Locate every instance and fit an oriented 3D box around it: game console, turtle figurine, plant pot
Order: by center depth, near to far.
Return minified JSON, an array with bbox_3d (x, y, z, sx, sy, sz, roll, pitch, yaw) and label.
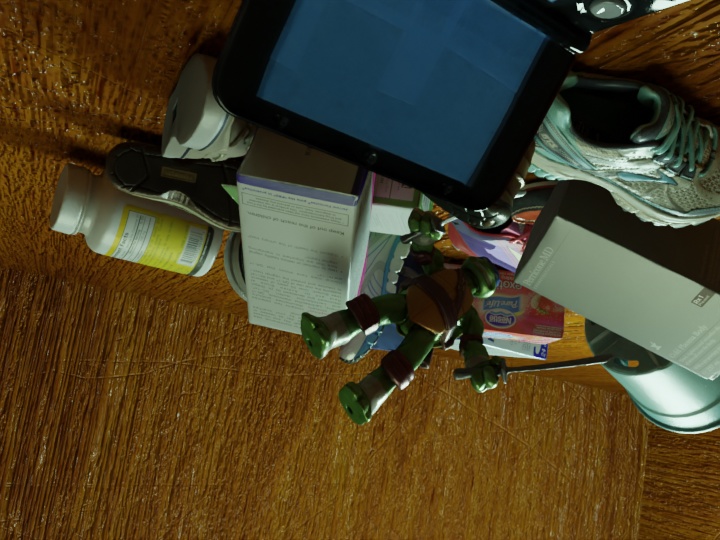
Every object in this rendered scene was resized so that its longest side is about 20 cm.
[{"bbox_3d":[0.060,-0.115,0.381,0.197,0.121,0.171,16,169,-35],"label":"game console"},{"bbox_3d":[0.060,0.031,0.669,0.192,0.146,0.199,-30,-154,-20],"label":"turtle figurine"},{"bbox_3d":[0.409,0.096,1.097,0.198,0.204,0.195,0,160,43],"label":"plant pot"}]

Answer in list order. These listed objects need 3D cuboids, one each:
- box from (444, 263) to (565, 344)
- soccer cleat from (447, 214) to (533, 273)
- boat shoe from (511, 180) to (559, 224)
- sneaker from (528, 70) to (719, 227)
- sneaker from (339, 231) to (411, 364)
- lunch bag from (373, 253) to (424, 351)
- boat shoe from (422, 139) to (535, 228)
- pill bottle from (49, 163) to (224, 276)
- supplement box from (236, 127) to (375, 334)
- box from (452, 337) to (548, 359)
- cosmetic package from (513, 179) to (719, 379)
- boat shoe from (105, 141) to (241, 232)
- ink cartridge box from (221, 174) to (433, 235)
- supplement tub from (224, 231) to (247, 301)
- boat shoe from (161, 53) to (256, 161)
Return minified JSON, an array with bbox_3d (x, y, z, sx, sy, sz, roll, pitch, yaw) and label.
[{"bbox_3d":[0.210,0.053,1.266,0.196,0.098,0.100,7,170,-1],"label":"box"},{"bbox_3d":[0.187,-0.026,0.879,0.197,0.067,0.077,22,157,12],"label":"soccer cleat"},{"bbox_3d":[0.236,-0.046,0.786,0.196,0.064,0.071,7,172,24],"label":"boat shoe"},{"bbox_3d":[0.196,-0.085,0.558,0.196,0.079,0.086,11,167,-10],"label":"sneaker"},{"bbox_3d":[0.000,0.000,0.903,0.085,0.204,0.075,20,169,-13],"label":"sneaker"},{"bbox_3d":[0.019,0.037,1.286,0.196,0.134,0.136,5,151,19],"label":"lunch bag"},{"bbox_3d":[0.028,-0.110,0.547,0.198,0.074,0.076,35,172,-1],"label":"boat shoe"},{"bbox_3d":[-0.279,-0.067,1.027,0.197,0.114,0.111,16,169,-29],"label":"pill bottle"},{"bbox_3d":[-0.044,-0.039,0.724,0.101,0.102,0.202,11,141,6],"label":"supplement box"},{"bbox_3d":[0.209,0.089,1.468,0.197,0.107,0.182,16,169,-36],"label":"box"},{"bbox_3d":[0.246,-0.003,0.710,0.197,0.091,0.108,23,144,4],"label":"cosmetic package"},{"bbox_3d":[-0.182,-0.098,0.911,0.199,0.076,0.075,20,-179,-21],"label":"boat shoe"},{"bbox_3d":[-0.028,-0.084,0.824,0.196,0.061,0.104,7,168,11],"label":"ink cartridge box"},{"bbox_3d":[-0.071,-0.019,1.008,0.139,0.143,0.198,16,168,-35],"label":"supplement tub"},{"bbox_3d":[-0.118,-0.123,0.672,0.069,0.072,0.199,7,174,-21],"label":"boat shoe"}]
